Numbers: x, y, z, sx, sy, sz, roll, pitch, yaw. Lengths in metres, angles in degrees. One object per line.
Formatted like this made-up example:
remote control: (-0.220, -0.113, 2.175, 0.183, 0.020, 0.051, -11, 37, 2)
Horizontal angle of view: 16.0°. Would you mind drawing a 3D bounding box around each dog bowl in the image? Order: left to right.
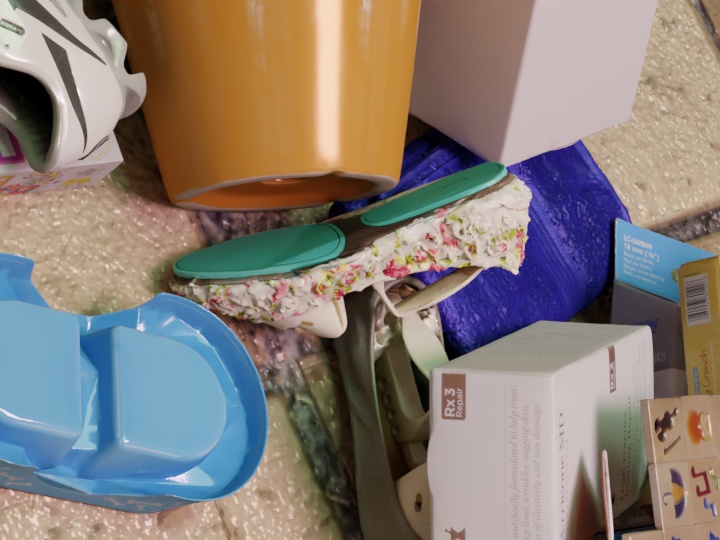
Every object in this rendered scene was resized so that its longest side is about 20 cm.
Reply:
dog bowl: (-0.141, 0.062, 1.269, 0.199, 0.050, 0.112, 16, 57, -35)

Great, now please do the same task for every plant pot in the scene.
plant pot: (-0.049, -0.131, 1.374, 0.200, 0.200, 0.184, 1, 82, -40)

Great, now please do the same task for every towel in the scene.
towel: (0.080, -0.025, 1.508, 0.148, 0.050, 0.200, 53, 44, -2)

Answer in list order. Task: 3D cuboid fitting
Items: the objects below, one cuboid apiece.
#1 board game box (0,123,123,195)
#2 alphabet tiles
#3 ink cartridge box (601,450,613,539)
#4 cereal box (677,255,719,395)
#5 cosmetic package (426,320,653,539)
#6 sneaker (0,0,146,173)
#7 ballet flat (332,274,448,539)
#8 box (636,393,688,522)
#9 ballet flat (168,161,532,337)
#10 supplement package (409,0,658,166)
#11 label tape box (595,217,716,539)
board game box: (-0.227, -0.101, 1.298, 0.199, 0.034, 0.135, -9, 73, -43)
alphabet tiles: (0.184, 0.165, 1.336, 0.167, 0.008, 0.201, 1, 81, -53)
ink cartridge box: (0.121, 0.223, 1.315, 0.044, 0.200, 0.177, -8, 48, 3)
cereal box: (0.271, 0.068, 1.478, 0.199, 0.039, 0.145, 2, 78, -37)
cosmetic package: (0.100, 0.088, 1.370, 0.200, 0.074, 0.102, -22, 112, -70)
sneaker: (-0.196, -0.134, 1.266, 0.200, 0.074, 0.089, 46, 43, -9)
ballet flat: (0.030, 0.096, 1.384, 0.067, 0.064, 0.201, 4, 64, -39)
box: (0.253, 0.107, 1.495, 0.163, 0.021, 0.200, 43, 57, -21)
ballet flat: (0.000, 0.000, 1.364, 0.076, 0.199, 0.064, -113, -173, -71)
supplement package: (0.096, -0.182, 1.472, 0.121, 0.201, 0.120, -21, 43, -41)
label tape box: (0.218, 0.074, 1.532, 0.144, 0.063, 0.201, 18, 68, -33)
